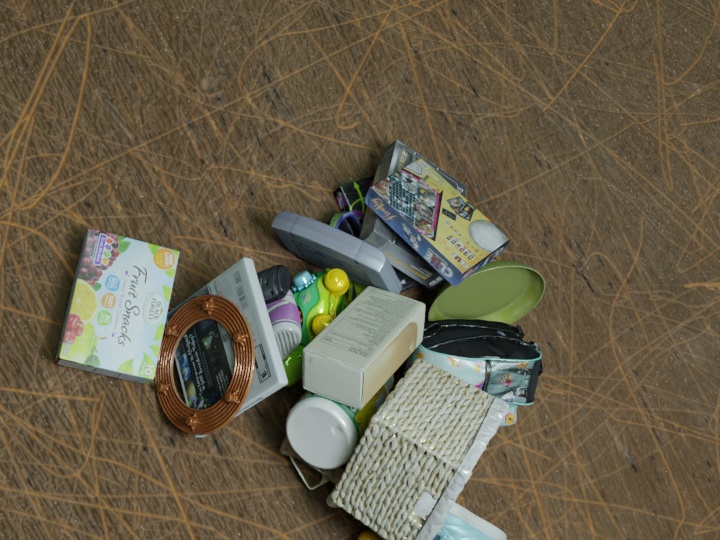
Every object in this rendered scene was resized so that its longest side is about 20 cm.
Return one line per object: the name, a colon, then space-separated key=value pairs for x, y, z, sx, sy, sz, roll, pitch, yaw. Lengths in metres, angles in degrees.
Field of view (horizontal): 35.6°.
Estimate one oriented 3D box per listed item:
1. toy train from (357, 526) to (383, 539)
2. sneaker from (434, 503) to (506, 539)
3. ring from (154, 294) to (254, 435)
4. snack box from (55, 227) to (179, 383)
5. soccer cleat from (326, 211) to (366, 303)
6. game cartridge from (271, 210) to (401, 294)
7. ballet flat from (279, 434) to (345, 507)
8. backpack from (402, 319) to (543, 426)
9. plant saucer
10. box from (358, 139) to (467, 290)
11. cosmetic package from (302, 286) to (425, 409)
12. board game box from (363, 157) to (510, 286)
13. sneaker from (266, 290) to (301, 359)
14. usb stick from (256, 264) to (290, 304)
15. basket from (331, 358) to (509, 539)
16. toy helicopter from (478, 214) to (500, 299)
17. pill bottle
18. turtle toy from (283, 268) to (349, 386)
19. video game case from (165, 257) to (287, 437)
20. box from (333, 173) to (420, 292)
toy train: x=0.008 y=0.413 z=1.686 sx=0.199 sy=0.085 sz=0.116 roll=34 pitch=60 yaw=-11
sneaker: x=0.138 y=0.411 z=1.746 sx=0.199 sy=0.074 sz=0.083 roll=28 pitch=63 yaw=-13
ring: x=-0.230 y=0.134 z=1.610 sx=0.019 sy=0.199 sz=0.203 roll=15 pitch=66 yaw=-50
snack box: x=-0.356 y=0.053 z=1.651 sx=0.141 sy=0.053 sz=0.202 roll=15 pitch=69 yaw=-20
soccer cleat: x=-0.001 y=0.000 z=1.801 sx=0.064 sy=0.084 sz=0.202 roll=-20 pitch=83 yaw=-27
game cartridge: x=-0.037 y=-0.028 z=1.719 sx=0.198 sy=0.133 sz=0.041 roll=23 pitch=79 yaw=22
ballet flat: x=-0.044 y=0.317 z=1.709 sx=0.200 sy=0.068 sz=0.067 roll=42 pitch=82 yaw=-1
backpack: x=0.165 y=0.157 z=1.773 sx=0.198 sy=0.176 sz=0.155 roll=10 pitch=106 yaw=-16
plant saucer: x=0.201 y=0.041 z=1.823 sx=0.198 sy=0.201 sz=0.031 roll=-2 pitch=54 yaw=-23
box: x=0.088 y=-0.091 z=1.828 sx=0.158 sy=0.048 sz=0.202 roll=30 pitch=51 yaw=-22
cosmetic package: x=0.007 y=0.109 z=1.641 sx=0.104 sy=0.072 sz=0.200 roll=18 pitch=35 yaw=24
board game box: x=0.119 y=-0.078 z=1.745 sx=0.200 sy=0.035 sz=0.135 roll=44 pitch=47 yaw=15
sneaker: x=-0.164 y=0.102 z=1.674 sx=0.072 sy=0.200 sz=0.115 roll=34 pitch=31 yaw=-39
usb stick: x=-0.183 y=0.041 z=1.656 sx=0.033 sy=0.199 sz=0.056 roll=32 pitch=49 yaw=-41
basket: x=0.087 y=0.266 z=1.629 sx=0.160 sy=0.199 sz=0.200 roll=32 pitch=34 yaw=10
toy helicopter: x=0.224 y=0.009 z=1.899 sx=0.199 sy=0.079 sz=0.133 roll=36 pitch=49 yaw=-25
pill bottle: x=-0.023 y=0.200 z=1.684 sx=0.113 sy=0.113 sz=0.200 roll=50 pitch=33 yaw=-2
turtle toy: x=-0.081 y=0.085 z=1.722 sx=0.100 sy=0.146 sz=0.202 roll=14 pitch=67 yaw=6
video game case: x=-0.197 y=0.111 z=1.616 sx=0.023 sy=0.181 sz=0.202 roll=14 pitch=50 yaw=-51
box: x=0.058 y=-0.066 z=1.873 sx=0.142 sy=0.036 sz=0.202 roll=-21 pitch=85 yaw=-27
